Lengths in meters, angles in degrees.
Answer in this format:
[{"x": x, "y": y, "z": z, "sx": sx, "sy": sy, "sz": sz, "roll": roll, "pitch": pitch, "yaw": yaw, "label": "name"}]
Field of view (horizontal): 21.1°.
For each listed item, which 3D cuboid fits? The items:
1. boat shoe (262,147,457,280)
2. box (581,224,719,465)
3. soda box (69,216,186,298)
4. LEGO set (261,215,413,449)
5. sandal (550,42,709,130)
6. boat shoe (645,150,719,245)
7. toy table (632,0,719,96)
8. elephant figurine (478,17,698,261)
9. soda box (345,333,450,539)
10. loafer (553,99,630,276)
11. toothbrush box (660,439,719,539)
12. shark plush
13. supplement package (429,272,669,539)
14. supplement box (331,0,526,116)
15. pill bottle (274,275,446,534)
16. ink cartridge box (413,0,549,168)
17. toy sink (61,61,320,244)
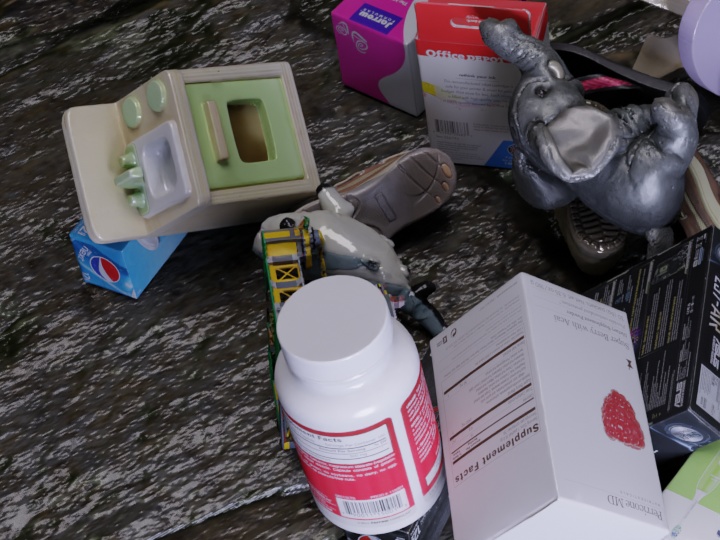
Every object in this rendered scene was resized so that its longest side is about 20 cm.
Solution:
[{"x": -0.002, "y": -0.053, "z": 1.818, "sx": 0.199, "sy": 0.076, "sz": 0.072, "roll": -25, "pitch": 14, "yaw": -2, "label": "boat shoe"}, {"x": 0.237, "y": 0.075, "z": 1.601, "sx": 0.160, "sy": 0.043, "sz": 0.201, "roll": -32, "pitch": 31, "yaw": 41, "label": "box"}, {"x": -0.195, "y": -0.071, "z": 1.859, "sx": 0.064, "sy": 0.068, "sz": 0.200, "roll": 16, "pitch": 52, "yaw": 24, "label": "soda box"}, {"x": -0.018, "y": 0.057, "z": 1.632, "sx": 0.115, "sy": 0.201, "sz": 0.154, "roll": -6, "pitch": 33, "yaw": -6, "label": "LEGO set"}, {"x": 0.239, "y": -0.170, "z": 1.877, "sx": 0.199, "sy": 0.075, "sz": 0.045, "roll": 20, "pitch": 64, "yaw": 22, "label": "sandal"}, {"x": 0.291, "y": -0.053, "z": 1.756, "sx": 0.074, "sy": 0.075, "sz": 0.203, "roll": -24, "pitch": 48, "yaw": -4, "label": "boat shoe"}, {"x": 0.340, "y": -0.248, "z": 1.867, "sx": 0.117, "sy": 0.200, "sz": 0.185, "roll": 35, "pitch": 97, "yaw": 40, "label": "toy table"}, {"x": 0.188, "y": -0.114, "z": 1.695, "sx": 0.199, "sy": 0.142, "sz": 0.156, "roll": 11, "pitch": 37, "yaw": -3, "label": "elephant figurine"}, {"x": 0.056, "y": 0.152, "z": 1.605, "sx": 0.063, "sy": 0.071, "sz": 0.200, "roll": 14, "pitch": 52, "yaw": 22, "label": "soda box"}, {"x": 0.205, "y": -0.077, "z": 1.791, "sx": 0.075, "sy": 0.068, "sz": 0.201, "roll": 4, "pitch": 49, "yaw": -4, "label": "loafer"}, {"x": 0.331, "y": 0.185, "z": 1.516, "sx": 0.145, "sy": 0.086, "sz": 0.200, "roll": 24, "pitch": 55, "yaw": 30, "label": "toothbrush box"}, {"x": 0.000, "y": 0.000, "z": 1.750, "sx": 0.199, "sy": 0.084, "sz": 0.091, "roll": 26, "pitch": 34, "yaw": -2, "label": "shark plush"}, {"x": 0.144, "y": 0.127, "z": 1.502, "sx": 0.121, "sy": 0.120, "sz": 0.201, "roll": 20, "pitch": 48, "yaw": -34, "label": "supplement package"}, {"x": 0.072, "y": -0.267, "z": 1.974, "sx": 0.101, "sy": 0.104, "sz": 0.200, "roll": 25, "pitch": 58, "yaw": 28, "label": "supplement box"}, {"x": -0.003, "y": 0.102, "z": 1.476, "sx": 0.111, "sy": 0.201, "sz": 0.113, "roll": -7, "pitch": 46, "yaw": 8, "label": "pill bottle"}, {"x": 0.119, "y": -0.191, "z": 1.825, "sx": 0.115, "sy": 0.201, "sz": 0.067, "roll": 7, "pitch": 49, "yaw": 15, "label": "ink cartridge box"}, {"x": -0.153, "y": -0.110, "z": 1.774, "sx": 0.199, "sy": 0.112, "sz": 0.131, "roll": -8, "pitch": 80, "yaw": -37, "label": "toy sink"}]
